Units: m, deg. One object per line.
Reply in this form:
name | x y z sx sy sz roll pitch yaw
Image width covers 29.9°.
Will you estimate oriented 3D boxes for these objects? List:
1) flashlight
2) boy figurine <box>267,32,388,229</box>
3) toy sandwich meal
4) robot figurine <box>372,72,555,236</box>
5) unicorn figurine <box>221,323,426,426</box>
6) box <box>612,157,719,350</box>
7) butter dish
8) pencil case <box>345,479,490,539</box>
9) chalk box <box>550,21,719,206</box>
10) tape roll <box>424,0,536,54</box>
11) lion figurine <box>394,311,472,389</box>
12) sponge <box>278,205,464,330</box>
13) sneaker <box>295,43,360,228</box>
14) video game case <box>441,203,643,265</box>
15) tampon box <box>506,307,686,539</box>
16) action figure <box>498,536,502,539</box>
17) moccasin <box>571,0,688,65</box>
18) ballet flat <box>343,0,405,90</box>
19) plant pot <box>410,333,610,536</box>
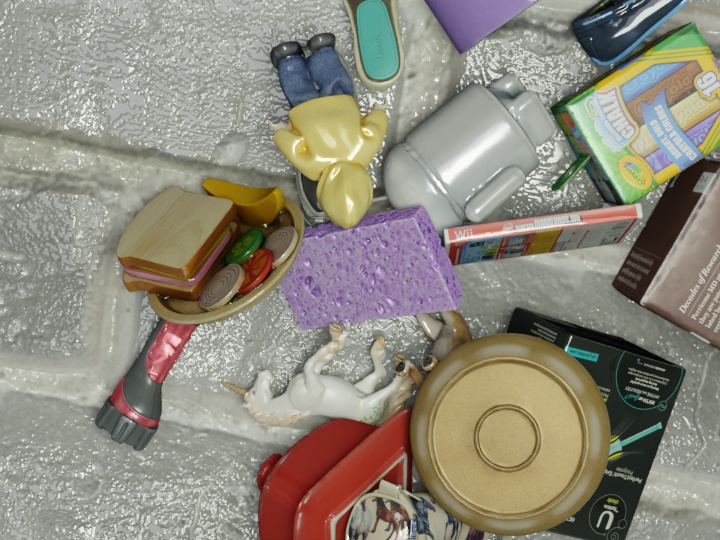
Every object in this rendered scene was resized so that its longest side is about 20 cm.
flashlight | -0.210 0.095 1.458 0.067 0.068 0.201 33 96 -2
boy figurine | -0.026 -0.139 1.357 0.123 0.064 0.201 -17 76 -8
toy sandwich meal | -0.154 -0.029 1.395 0.204 0.206 0.070 -29 128 3
robot figurine | 0.105 -0.114 1.399 0.200 0.170 0.113 -38 129 2
unicorn figurine | -0.037 0.124 1.451 0.199 0.074 0.138 24 113 -10
box | 0.397 0.003 1.396 0.199 0.166 0.165 29 96 -2
butter dish | -0.045 0.241 1.424 0.147 0.200 0.201 23 131 30
pencil case | 0.065 0.261 1.390 0.078 0.200 0.090 30 99 29
chalk box | 0.280 -0.149 1.403 0.199 0.125 0.124 -32 95 2
tape roll | 0.159 -0.307 1.350 0.199 0.200 0.085 -35 94 4
lion figurine | 0.093 0.095 1.430 0.072 0.201 0.122 -20 135 35
sponge | 0.000 0.000 1.403 0.199 0.030 0.112 -9 118 34
sneaker | -0.035 -0.142 1.426 0.074 0.082 0.202 -5 94 1
video game case | 0.184 -0.036 1.406 0.198 0.143 0.018 -8 81 1
tampon box | 0.218 0.163 1.414 0.149 0.126 0.201 17 96 -22
action figure | 0.114 0.377 1.469 0.118 0.102 0.201 31 97 9
moccasin | 0.307 -0.302 1.408 0.200 0.080 0.068 -45 105 3
ballet flat | 0.012 -0.289 1.422 0.069 0.069 0.202 -4 90 1
plant pot | 0.145 0.163 1.324 0.198 0.027 0.202 0 92 11
